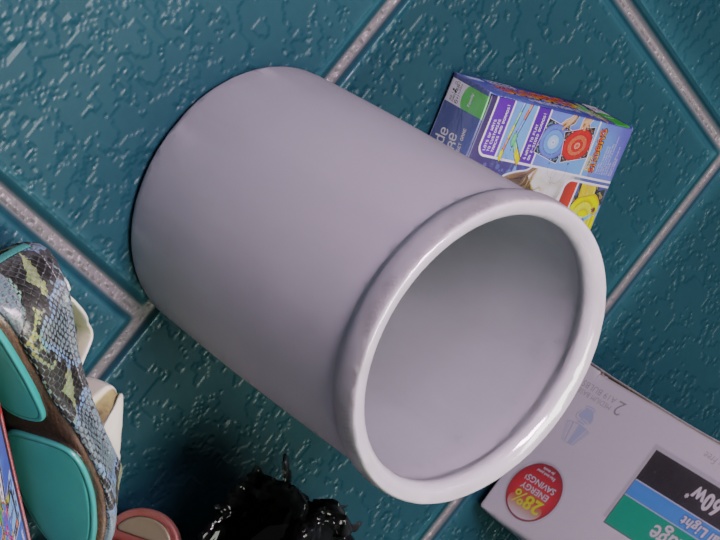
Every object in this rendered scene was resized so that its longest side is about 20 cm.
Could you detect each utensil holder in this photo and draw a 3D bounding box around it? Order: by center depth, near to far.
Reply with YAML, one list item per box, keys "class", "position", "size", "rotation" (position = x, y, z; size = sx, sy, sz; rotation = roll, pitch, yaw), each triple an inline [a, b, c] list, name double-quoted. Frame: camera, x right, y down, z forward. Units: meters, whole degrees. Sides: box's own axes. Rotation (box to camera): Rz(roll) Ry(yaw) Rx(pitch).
- class: "utensil holder"
  position: [0.000, 0.000, 1.304]
  size: [0.170, 0.200, 0.170]
  rotation: [-24, 130, -32]

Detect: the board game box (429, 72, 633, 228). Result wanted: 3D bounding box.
- class: "board game box"
  position: [0.074, -0.010, 1.494]
  size: [0.135, 0.034, 0.201]
  rotation: [10, 107, -46]

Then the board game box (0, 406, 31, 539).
- class: "board game box"
  position: [-0.190, 0.143, 1.272]
  size: [0.019, 0.103, 0.200]
  rotation: [1, 137, 4]

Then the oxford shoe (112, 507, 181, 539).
- class: "oxford shoe"
  position: [-0.141, 0.226, 1.429]
  size: [0.074, 0.071, 0.201]
  rotation: [-21, 130, -75]

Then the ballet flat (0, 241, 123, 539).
- class: "ballet flat"
  position: [-0.155, 0.066, 1.300]
  size: [0.074, 0.074, 0.200]
  rotation: [-36, 138, -22]

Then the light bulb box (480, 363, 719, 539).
- class: "light bulb box"
  position: [0.219, 0.187, 1.637]
  size: [0.125, 0.198, 0.200]
  rotation: [-53, 140, -7]

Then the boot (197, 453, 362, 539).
- class: "boot"
  position: [-0.066, 0.209, 1.427]
  size: [0.199, 0.073, 0.162]
  rotation: [-60, 164, -8]
